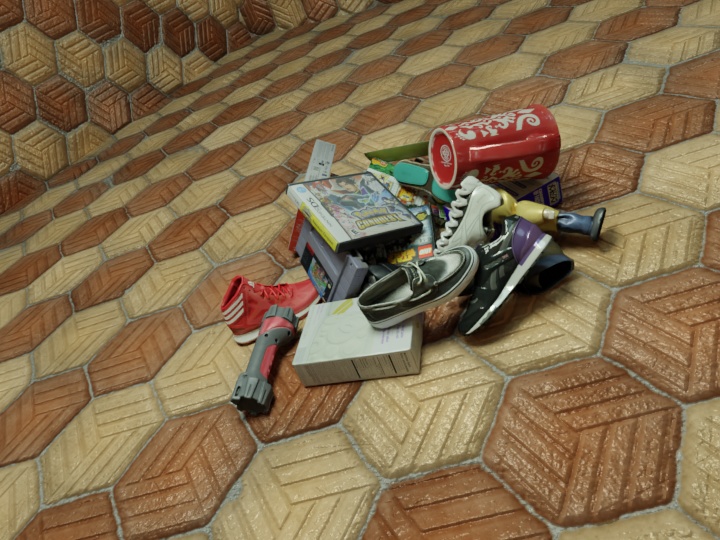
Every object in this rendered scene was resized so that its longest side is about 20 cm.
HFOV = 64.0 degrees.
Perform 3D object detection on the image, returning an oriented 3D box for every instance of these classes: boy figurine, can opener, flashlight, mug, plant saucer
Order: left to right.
[{"bbox_3d":[-0.156,0.151,0.985,0.067,0.068,0.201,-12,40,19],"label":"flashlight"},{"bbox_3d":[0.000,0.000,1.055,0.199,0.064,0.078,30,22,37],"label":"can opener"},{"bbox_3d":[0.107,-0.263,1.279,0.198,0.031,0.200,-10,10,2],"label":"plant saucer"},{"bbox_3d":[0.237,-0.222,1.006,0.198,0.178,0.135,-12,75,-16],"label":"mug"},{"bbox_3d":[0.317,-0.097,0.999,0.199,0.065,0.124,18,8,27],"label":"boy figurine"}]

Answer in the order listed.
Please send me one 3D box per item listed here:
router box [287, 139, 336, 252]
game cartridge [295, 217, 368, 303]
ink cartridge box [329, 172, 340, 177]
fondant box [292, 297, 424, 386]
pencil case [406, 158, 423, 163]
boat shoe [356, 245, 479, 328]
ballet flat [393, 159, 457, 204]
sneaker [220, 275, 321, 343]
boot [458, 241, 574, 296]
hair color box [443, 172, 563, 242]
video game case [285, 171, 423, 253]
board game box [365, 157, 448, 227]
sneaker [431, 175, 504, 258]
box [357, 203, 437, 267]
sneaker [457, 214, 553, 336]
[{"bbox_3d":[-0.107,-0.166,1.284,0.048,0.180,0.201,14,37,-7],"label":"router box"},{"bbox_3d":[-0.060,-0.023,1.065,0.038,0.130,0.200,-1,42,-36],"label":"game cartridge"},{"bbox_3d":[-0.038,-0.146,1.296,0.094,0.037,0.201,19,38,-10],"label":"ink cartridge box"},{"bbox_3d":[0.001,0.109,0.950,0.198,0.059,0.145,-9,36,18],"label":"fondant box"},{"bbox_3d":[0.083,-0.162,1.253,0.089,0.078,0.200,3,42,35],"label":"pencil case"},{"bbox_3d":[0.085,0.022,0.869,0.199,0.071,0.072,-34,51,11],"label":"boat shoe"},{"bbox_3d":[0.155,-0.177,1.133,0.199,0.069,0.067,31,21,37],"label":"ballet flat"},{"bbox_3d":[-0.168,0.046,1.082,0.199,0.116,0.078,-33,35,-14],"label":"sneaker"},{"bbox_3d":[0.246,0.002,0.937,0.199,0.075,0.097,-26,31,-8],"label":"boot"},{"bbox_3d":[0.274,-0.129,1.110,0.199,0.065,0.109,-30,34,-7],"label":"hair color box"},{"bbox_3d":[-0.011,-0.115,1.069,0.199,0.026,0.181,-15,50,-35],"label":"video game case"},{"bbox_3d":[0.101,-0.164,1.195,0.198,0.024,0.105,21,50,3],"label":"board game box"},{"bbox_3d":[0.177,-0.053,0.973,0.081,0.201,0.075,26,28,17],"label":"sneaker"},{"bbox_3d":[0.050,-0.047,1.120,0.198,0.040,0.138,-13,52,14],"label":"box"},{"bbox_3d":[0.201,0.006,0.892,0.087,0.076,0.201,38,95,13],"label":"sneaker"}]
